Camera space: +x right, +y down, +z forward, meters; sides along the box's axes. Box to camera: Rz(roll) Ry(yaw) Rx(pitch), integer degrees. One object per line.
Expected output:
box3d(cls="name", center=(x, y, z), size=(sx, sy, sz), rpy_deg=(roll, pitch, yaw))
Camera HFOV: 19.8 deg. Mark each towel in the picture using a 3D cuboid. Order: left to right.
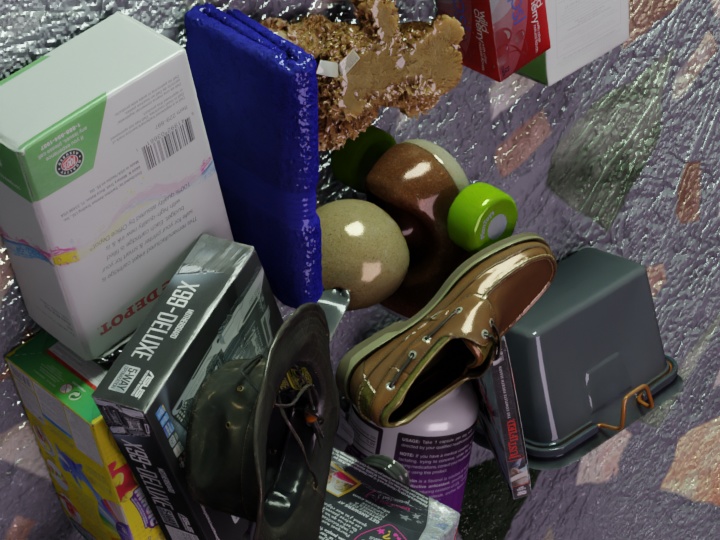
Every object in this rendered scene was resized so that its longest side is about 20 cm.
box3d(cls="towel", center=(-0.072, -0.086, 1.508), size=(0.050, 0.148, 0.200), rpy_deg=(-22, 126, -32))

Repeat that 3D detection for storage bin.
box3d(cls="storage bin", center=(0.200, 0.076, 1.922), size=(0.200, 0.145, 0.134), rpy_deg=(-29, 122, -31))

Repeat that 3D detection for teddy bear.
box3d(cls="teddy bear", center=(-0.016, -0.160, 1.602), size=(0.200, 0.067, 0.145), rpy_deg=(-28, 122, -24))

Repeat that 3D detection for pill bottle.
box3d(cls="pill bottle", center=(0.042, 0.156, 1.813), size=(0.112, 0.112, 0.200), rpy_deg=(-15, 124, -40))

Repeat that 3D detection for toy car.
box3d(cls="toy car", center=(0.000, 0.000, 1.625), size=(0.200, 0.164, 0.158), rpy_deg=(-33, 134, -30))

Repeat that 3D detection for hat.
box3d(cls="hat", center=(-0.076, 0.119, 1.440), size=(0.201, 0.081, 0.201), rpy_deg=(5, 90, -76))

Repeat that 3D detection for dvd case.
box3d(cls="dvd case", center=(0.106, 0.082, 1.780), size=(0.022, 0.146, 0.200), rpy_deg=(-18, 134, -4))

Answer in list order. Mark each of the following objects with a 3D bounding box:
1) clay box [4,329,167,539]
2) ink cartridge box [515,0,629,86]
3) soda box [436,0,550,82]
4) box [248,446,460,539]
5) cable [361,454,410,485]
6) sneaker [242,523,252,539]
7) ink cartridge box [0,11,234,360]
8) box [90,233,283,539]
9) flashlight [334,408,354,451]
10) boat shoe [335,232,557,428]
box3d(cls="clay box", center=(-0.194, 0.148, 1.558), size=(0.048, 0.115, 0.200), rpy_deg=(-37, 136, -24))
box3d(cls="ink cartridge box", center=(0.169, -0.267, 1.721), size=(0.104, 0.059, 0.200), rpy_deg=(-31, 133, -30))
box3d(cls="soda box", center=(0.099, -0.255, 1.647), size=(0.063, 0.070, 0.200), rpy_deg=(-36, 135, -27))
box3d(cls="box", center=(-0.020, 0.263, 1.615), size=(0.115, 0.132, 0.200), rpy_deg=(-42, 153, -49))
box3d(cls="cable", center=(-0.021, 0.196, 1.754), size=(0.050, 0.097, 0.200), rpy_deg=(-32, 164, -45))
box3d(cls="sneaker", center=(-0.064, 0.231, 1.736), size=(0.100, 0.075, 0.200), rpy_deg=(22, 124, -19))
box3d(cls="ink cartridge box", center=(-0.182, -0.058, 1.463), size=(0.145, 0.087, 0.200), rpy_deg=(-36, 135, -25))
box3d(cls="box", center=(-0.108, 0.098, 1.509), size=(0.158, 0.050, 0.200), rpy_deg=(-57, 148, -31))
box3d(cls="flashlight", center=(-0.079, 0.096, 1.692), size=(0.068, 0.068, 0.200), rpy_deg=(-53, 136, -12))
box3d(cls="boat shoe", center=(0.080, 0.052, 1.571), size=(0.200, 0.068, 0.072), rpy_deg=(-39, 132, -9))
